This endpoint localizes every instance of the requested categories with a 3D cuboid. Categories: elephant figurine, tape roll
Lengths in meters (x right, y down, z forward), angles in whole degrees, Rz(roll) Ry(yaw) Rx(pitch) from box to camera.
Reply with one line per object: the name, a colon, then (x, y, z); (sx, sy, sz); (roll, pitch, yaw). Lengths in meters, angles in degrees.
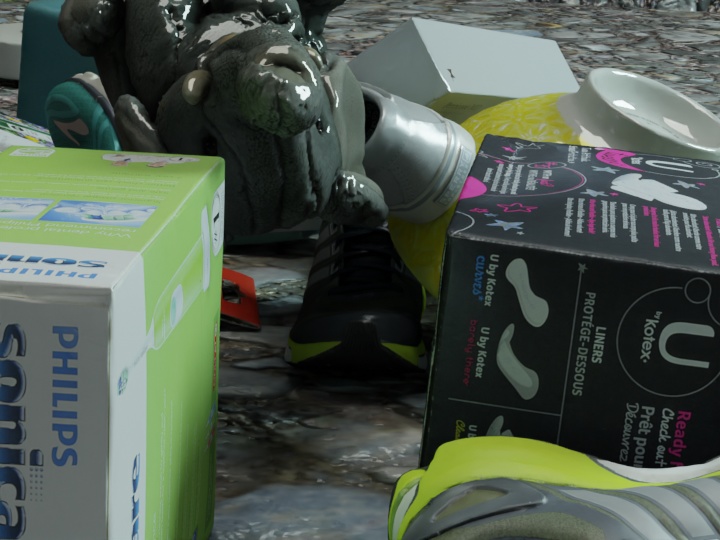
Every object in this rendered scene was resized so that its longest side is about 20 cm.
elephant figurine: (-0.051, -0.058, 0.767); (0.155, 0.141, 0.201); (32, 25, -40)
tape roll: (-0.287, -0.221, 1.849); (0.201, 0.037, 0.203); (1, 14, 0)

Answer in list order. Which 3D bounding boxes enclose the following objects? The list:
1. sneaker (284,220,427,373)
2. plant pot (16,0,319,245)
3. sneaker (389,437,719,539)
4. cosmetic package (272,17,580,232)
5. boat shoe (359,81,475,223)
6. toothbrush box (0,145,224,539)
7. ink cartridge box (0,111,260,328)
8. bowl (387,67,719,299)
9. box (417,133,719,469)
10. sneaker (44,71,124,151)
sneaker: (0.000, 0.000, 0.940); (0.073, 0.082, 0.200); (2, 14, 0)
plant pot: (-0.101, -0.092, 1.196); (0.199, 0.142, 0.141); (14, 17, 21)
sneaker: (0.104, 0.099, 0.576); (0.198, 0.074, 0.081); (-3, 19, 10)
cosmetic package: (0.027, -0.080, 1.063); (0.150, 0.052, 0.200); (-30, -11, 26)
boat shoe: (-0.027, -0.069, 0.907); (0.068, 0.072, 0.200); (31, -1, -35)
toothbrush box: (-0.099, 0.049, 0.594); (0.085, 0.147, 0.200); (3, 15, 2)
ink cartridge box: (-0.142, -0.034, 1.002); (0.199, 0.051, 0.109); (19, 12, -10)
bowl: (0.123, -0.033, 0.898); (0.199, 0.108, 0.200); (19, 26, -10)
box: (0.090, 0.032, 0.720); (0.114, 0.133, 0.200); (7, 15, 7)
sneaker: (-0.128, -0.018, 0.879); (0.079, 0.078, 0.201); (-12, 51, -11)
